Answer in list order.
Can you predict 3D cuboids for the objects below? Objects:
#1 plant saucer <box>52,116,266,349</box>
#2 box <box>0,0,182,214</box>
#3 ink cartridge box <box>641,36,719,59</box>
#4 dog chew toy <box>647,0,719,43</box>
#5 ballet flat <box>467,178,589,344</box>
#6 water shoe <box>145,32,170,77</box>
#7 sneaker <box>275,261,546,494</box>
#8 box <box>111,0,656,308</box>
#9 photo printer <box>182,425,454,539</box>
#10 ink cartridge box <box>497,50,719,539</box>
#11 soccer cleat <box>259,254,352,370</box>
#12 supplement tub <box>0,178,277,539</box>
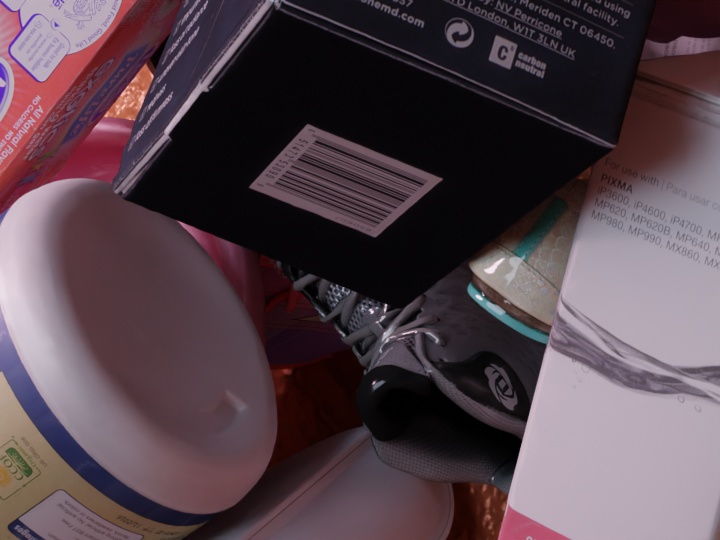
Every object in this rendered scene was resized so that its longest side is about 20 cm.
[{"bbox_3d":[-0.115,0.035,1.097,0.199,0.051,0.202,-10,74,35],"label":"plant saucer"},{"bbox_3d":[-0.141,-0.104,1.004,0.103,0.095,0.200,43,115,4],"label":"box"},{"bbox_3d":[0.190,-0.098,0.958,0.199,0.040,0.201,5,81,44],"label":"ink cartridge box"},{"bbox_3d":[0.154,-0.172,0.909,0.125,0.124,0.201,53,123,40],"label":"dog chew toy"},{"bbox_3d":[0.095,0.003,0.930,0.067,0.200,0.063,34,95,17],"label":"ballet flat"},{"bbox_3d":[-0.073,-0.127,1.072,0.200,0.079,0.072,41,116,1],"label":"water shoe"},{"bbox_3d":[0.009,0.013,0.990,0.200,0.115,0.075,41,116,5],"label":"sneaker"},{"bbox_3d":[0.021,-0.118,0.849,0.200,0.123,0.198,141,148,-66],"label":"box"},{"bbox_3d":[-0.058,0.140,1.033,0.166,0.200,0.070,-32,93,37],"label":"photo printer"},{"bbox_3d":[0.131,0.030,0.864,0.084,0.145,0.202,22,110,31],"label":"ink cartridge box"},{"bbox_3d":[0.000,0.000,1.091,0.199,0.076,0.067,-18,65,41],"label":"soccer cleat"},{"bbox_3d":[-0.147,0.071,0.990,0.199,0.144,0.145,-35,55,25],"label":"supplement tub"}]
